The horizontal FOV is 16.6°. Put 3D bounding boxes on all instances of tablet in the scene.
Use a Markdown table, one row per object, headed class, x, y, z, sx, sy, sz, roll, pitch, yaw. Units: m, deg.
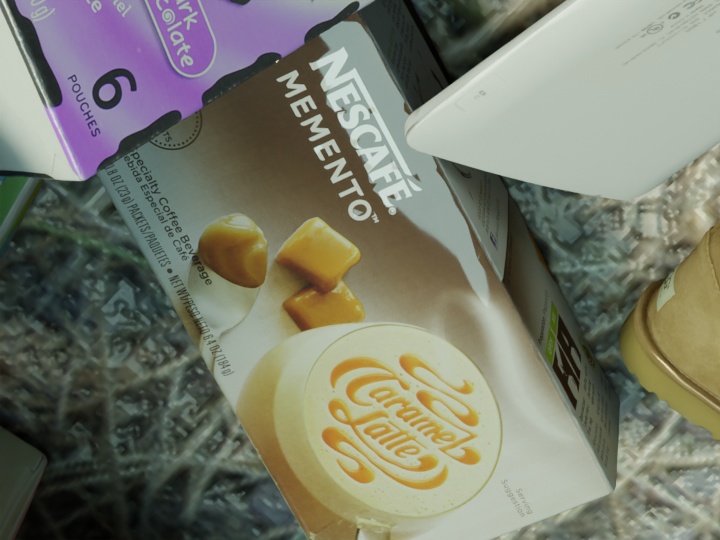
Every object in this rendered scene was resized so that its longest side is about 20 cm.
| class | x | y | z | sx | sy | sz | roll | pitch | yaw |
| --- | --- | --- | --- | --- | --- | --- | --- | --- | --- |
| tablet | 0.122 | -0.081 | 0.788 | 0.130 | 0.014 | 0.200 | 10 | 145 | -45 |

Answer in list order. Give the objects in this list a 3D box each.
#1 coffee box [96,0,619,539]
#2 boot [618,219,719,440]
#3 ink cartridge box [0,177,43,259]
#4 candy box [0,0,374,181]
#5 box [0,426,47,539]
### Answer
| class | x | y | z | sx | sy | sz | roll | pitch | yaw |
| --- | --- | --- | --- | --- | --- | --- | --- | --- | --- |
| coffee box | 0.000 | 0.000 | 0.879 | 0.114 | 0.080 | 0.201 | -22 | 109 | 17 |
| boot | 0.196 | 0.008 | 0.823 | 0.175 | 0.066 | 0.200 | 29 | 138 | -5 |
| ink cartridge box | -0.138 | -0.045 | 0.866 | 0.059 | 0.104 | 0.200 | 29 | 115 | -6 |
| candy box | -0.058 | -0.149 | 0.758 | 0.071 | 0.200 | 0.168 | 8 | 126 | 53 |
| box | -0.224 | 0.144 | 0.952 | 0.109 | 0.128 | 0.200 | 31 | 116 | -7 |
